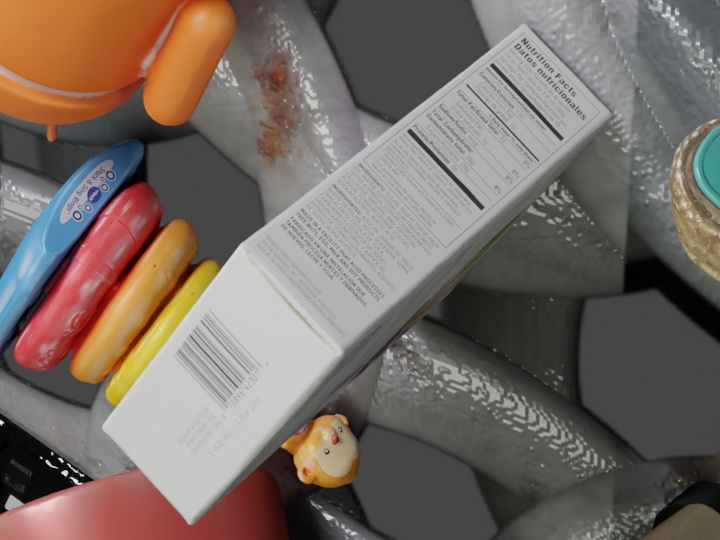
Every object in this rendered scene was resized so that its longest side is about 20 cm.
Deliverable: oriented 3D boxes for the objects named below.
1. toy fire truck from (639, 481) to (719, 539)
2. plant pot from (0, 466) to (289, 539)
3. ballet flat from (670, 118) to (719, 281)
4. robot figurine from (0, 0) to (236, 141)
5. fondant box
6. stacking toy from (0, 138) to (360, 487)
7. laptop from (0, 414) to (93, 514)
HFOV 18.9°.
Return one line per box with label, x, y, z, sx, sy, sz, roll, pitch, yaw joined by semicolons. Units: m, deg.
toy fire truck;0.174;0.215;0.962;0.200;0.128;0.176;46;139;18
plant pot;-0.107;0.213;1.079;0.200;0.199;0.178;-43;60;47
ballet flat;0.201;0.017;0.837;0.200;0.070;0.065;44;164;10
robot figurine;-0.124;-0.144;0.945;0.143;0.117;0.200;19;140;-19
fondant box;0.000;0.000;0.878;0.058;0.200;0.144;46;137;5
stacking toy;-0.081;0.042;1.062;0.200;0.116;0.110;37;140;-3
laptop;-0.194;0.187;1.313;0.177;0.103;0.201;32;109;18
